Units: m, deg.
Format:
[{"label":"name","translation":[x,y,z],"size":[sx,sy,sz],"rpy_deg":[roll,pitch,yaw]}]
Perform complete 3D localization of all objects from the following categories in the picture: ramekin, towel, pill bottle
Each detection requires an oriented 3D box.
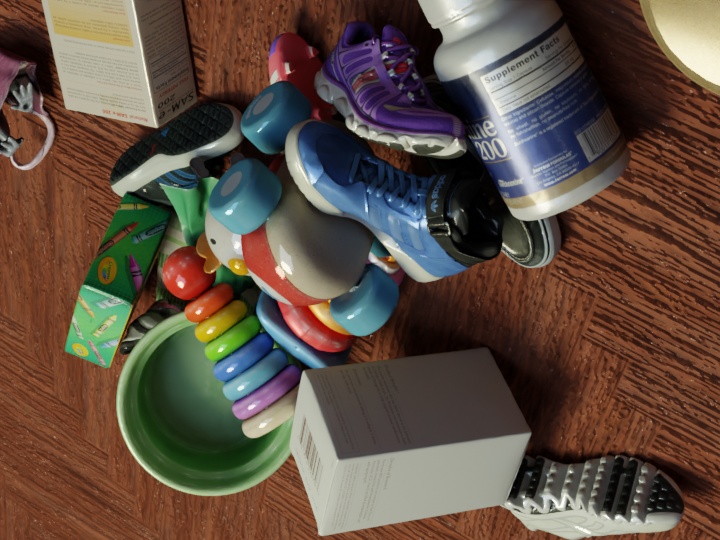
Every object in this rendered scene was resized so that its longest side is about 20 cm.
[{"label":"ramekin","translation":[-0.159,0.131,1.319],"size":[0.201,0.200,0.098],"rpy_deg":[55,177,-10]},{"label":"towel","translation":[-0.175,0.029,1.399],"size":[0.152,0.023,0.201],"rpy_deg":[27,133,19]},{"label":"pill bottle","translation":[0.127,-0.151,0.985],"size":[0.111,0.111,0.201],"rpy_deg":[-17,109,42]}]

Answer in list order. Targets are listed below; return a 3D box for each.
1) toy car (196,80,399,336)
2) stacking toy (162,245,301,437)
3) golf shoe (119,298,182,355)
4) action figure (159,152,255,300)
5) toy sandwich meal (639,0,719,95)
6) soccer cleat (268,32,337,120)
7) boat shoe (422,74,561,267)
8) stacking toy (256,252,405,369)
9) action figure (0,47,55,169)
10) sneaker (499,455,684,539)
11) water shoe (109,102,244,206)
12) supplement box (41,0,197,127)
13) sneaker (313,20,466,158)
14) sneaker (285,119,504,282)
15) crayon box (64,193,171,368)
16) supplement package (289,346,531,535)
[{"label":"toy car","translation":[-0.083,-0.034,1.106],"size":[0.199,0.178,0.184],"rpy_deg":[-21,130,41]},{"label":"stacking toy","translation":[-0.133,0.066,1.231],"size":[0.085,0.085,0.201],"rpy_deg":[-31,94,45]},{"label":"golf shoe","translation":[-0.195,0.133,1.407],"size":[0.200,0.092,0.073],"rpy_deg":[48,139,-6]},{"label":"action figure","translation":[-0.140,-0.033,1.267],"size":[0.117,0.055,0.201],"rpy_deg":[-4,138,-6]},{"label":"toy sandwich meal","translation":[0.292,-0.205,0.862],"size":[0.204,0.070,0.206],"rpy_deg":[20,127,29]},{"label":"soccer cleat","translation":[-0.053,-0.128,1.171],"size":[0.076,0.067,0.201],"rpy_deg":[0,123,41]},{"label":"boat shoe","translation":[0.100,-0.077,1.086],"size":[0.072,0.071,0.200],"rpy_deg":[-30,100,45]},{"label":"stacking toy","translation":[0.000,0.000,1.207],"size":[0.116,0.110,0.200],"rpy_deg":[39,126,-15]},{"label":"action figure","translation":[-0.429,-0.229,1.375],"size":[0.200,0.134,0.149],"rpy_deg":[41,180,23]},{"label":"sneaker","translation":[0.232,0.232,1.220],"size":[0.199,0.075,0.081],"rpy_deg":[-1,133,39]},{"label":"water shoe","translation":[-0.176,-0.115,1.282],"size":[0.199,0.072,0.079],"rpy_deg":[-15,138,41]},{"label":"supplement box","translation":[-0.243,-0.253,1.212],"size":[0.125,0.074,0.201],"rpy_deg":[15,128,27]},{"label":"sneaker","translation":[0.023,-0.153,1.007],"size":[0.200,0.080,0.084],"rpy_deg":[46,121,48]},{"label":"sneaker","translation":[0.038,-0.066,1.009],"size":[0.111,0.077,0.200],"rpy_deg":[-17,131,45]},{"label":"crayon box","translation":[-0.270,0.016,1.352],"size":[0.058,0.119,0.200],"rpy_deg":[23,151,-8]},{"label":"supplement package","translation":[0.045,0.164,1.191],"size":[0.117,0.199,0.118],"rpy_deg":[-114,27,-44]}]
